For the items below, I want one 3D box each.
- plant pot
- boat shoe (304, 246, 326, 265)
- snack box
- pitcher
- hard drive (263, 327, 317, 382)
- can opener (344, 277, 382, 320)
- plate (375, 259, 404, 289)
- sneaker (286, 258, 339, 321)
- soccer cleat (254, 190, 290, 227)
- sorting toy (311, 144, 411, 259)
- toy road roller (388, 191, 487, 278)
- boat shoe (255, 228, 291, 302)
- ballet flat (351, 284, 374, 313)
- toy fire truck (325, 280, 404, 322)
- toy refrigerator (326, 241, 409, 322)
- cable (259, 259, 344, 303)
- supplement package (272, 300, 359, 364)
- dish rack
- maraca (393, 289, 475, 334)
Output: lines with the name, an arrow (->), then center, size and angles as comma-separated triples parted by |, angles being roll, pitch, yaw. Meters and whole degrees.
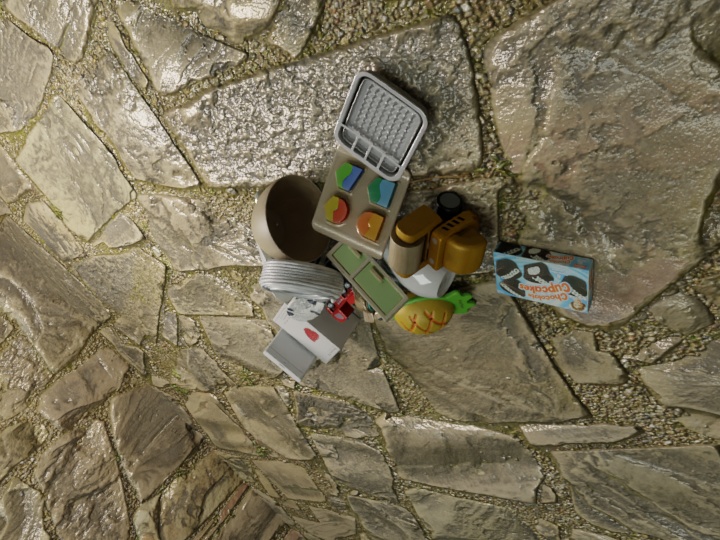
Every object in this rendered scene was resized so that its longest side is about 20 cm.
plant pot -> -0.182, -0.109, 1.558 | 0.133, 0.202, 0.202 | -12, 123, 44
boat shoe -> -0.157, -0.018, 1.691 | 0.060, 0.073, 0.200 | 31, 153, -22
snack box -> 0.373, 0.014, 1.354 | 0.196, 0.037, 0.118 | 13, 138, 30
pitcher -> 0.114, -0.010, 1.493 | 0.198, 0.121, 0.174 | 32, 151, 24
hard drive -> -0.170, 0.199, 1.885 | 0.131, 0.201, 0.027 | 38, 144, -2
can opener -> -0.015, 0.065, 1.750 | 0.197, 0.054, 0.067 | 31, 176, 10
plate -> 0.025, -0.006, 1.646 | 0.196, 0.026, 0.203 | 23, 142, 19
sneaker -> -0.113, 0.038, 1.712 | 0.078, 0.131, 0.200 | 31, 128, -13
soccer cleat -> -0.189, -0.128, 1.669 | 0.076, 0.070, 0.201 | -8, 131, 39
sorting toy -> -0.003, -0.149, 1.421 | 0.182, 0.036, 0.205 | 24, 104, 18
toy road roller -> 0.164, -0.051, 1.332 | 0.146, 0.198, 0.125 | 43, 150, 30
boat shoe -> -0.219, -0.021, 1.665 | 0.069, 0.071, 0.204 | -139, 24, -79
ballet flat -> 0.000, 0.000, 1.570 | 0.064, 0.069, 0.206 | -4, 90, 45
toy fire truck -> 0.010, 0.080, 1.659 | 0.141, 0.049, 0.201 | 44, 130, 4
toy refrigerator -> 0.017, 0.015, 1.482 | 0.201, 0.076, 0.070 | 48, -179, 9
cable -> -0.132, 0.022, 1.515 | 0.195, 0.071, 0.200 | 10, 172, -14
supplement package -> -0.123, 0.138, 1.847 | 0.199, 0.120, 0.121 | 39, 143, -2
dish rack -> 0.044, -0.289, 1.307 | 0.170, 0.044, 0.201 | 36, 144, 4
maraca -> 0.169, 0.088, 1.545 | 0.195, 0.110, 0.137 | -14, 153, 15
